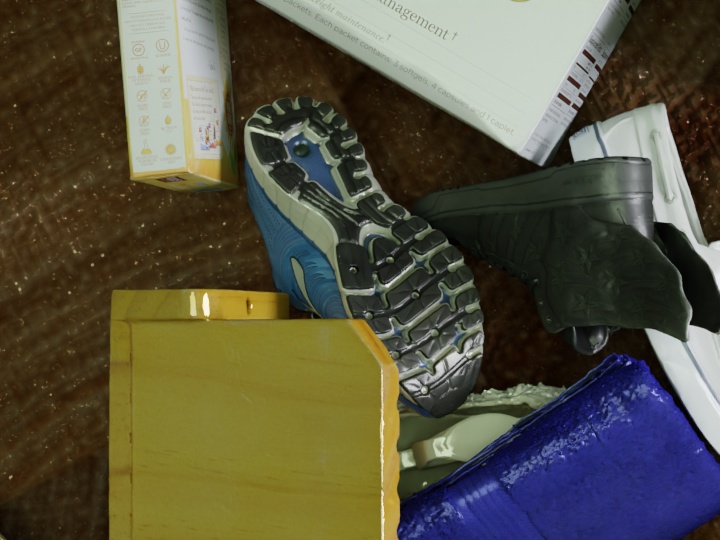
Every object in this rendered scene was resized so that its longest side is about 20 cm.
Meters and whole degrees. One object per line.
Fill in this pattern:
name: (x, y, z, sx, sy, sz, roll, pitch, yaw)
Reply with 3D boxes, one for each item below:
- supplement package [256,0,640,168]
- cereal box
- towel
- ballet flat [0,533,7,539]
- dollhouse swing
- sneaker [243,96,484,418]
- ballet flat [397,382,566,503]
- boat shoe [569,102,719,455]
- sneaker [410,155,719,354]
supplement package: (0.064, -0.191, 1.573, 0.191, 0.147, 0.200, 30, 94, 8)
cereal box: (-0.103, -0.146, 1.597, 0.039, 0.144, 0.201, -5, 87, 9)
towel: (0.096, 0.133, 1.575, 0.200, 0.148, 0.050, -32, 50, 6)
ballet flat: (-0.227, 0.164, 1.646, 0.070, 0.065, 0.200, -34, 87, 5)
dollhouse swing: (-0.036, 0.110, 1.545, 0.175, 0.182, 0.201, -1, 88, 20)
sneaker: (0.000, 0.000, 1.607, 0.078, 0.089, 0.200, -24, 67, -22)
ballet flat: (0.029, 0.100, 1.612, 0.199, 0.072, 0.072, -15, 86, 8)
boat shoe: (0.181, 0.004, 1.588, 0.065, 0.074, 0.200, -25, 86, 11)
sneaker: (0.107, -0.001, 1.561, 0.199, 0.060, 0.105, -12, 83, 45)
